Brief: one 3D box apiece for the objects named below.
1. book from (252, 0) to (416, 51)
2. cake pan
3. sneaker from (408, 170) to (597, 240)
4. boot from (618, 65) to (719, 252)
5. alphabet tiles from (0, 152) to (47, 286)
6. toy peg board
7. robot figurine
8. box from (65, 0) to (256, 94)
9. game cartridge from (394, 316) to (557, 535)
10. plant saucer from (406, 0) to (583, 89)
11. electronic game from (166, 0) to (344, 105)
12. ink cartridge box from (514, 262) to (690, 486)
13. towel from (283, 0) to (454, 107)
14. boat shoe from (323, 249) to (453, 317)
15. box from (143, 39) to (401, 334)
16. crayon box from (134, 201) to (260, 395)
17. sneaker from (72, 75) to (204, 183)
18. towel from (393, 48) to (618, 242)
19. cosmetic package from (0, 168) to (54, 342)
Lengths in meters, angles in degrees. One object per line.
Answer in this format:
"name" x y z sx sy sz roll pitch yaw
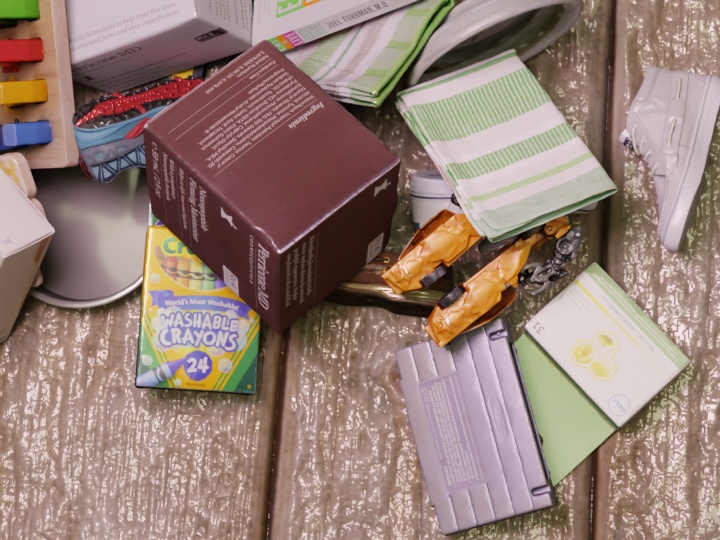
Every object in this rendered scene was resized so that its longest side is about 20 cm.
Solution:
"book" -0.019 -0.308 1.647 0.200 0.048 0.134 -17 51 29
"cake pan" -0.299 -0.055 1.707 0.200 0.037 0.201 -1 79 5
"sneaker" 0.151 -0.066 1.664 0.199 0.073 0.071 3 107 3
"boot" 0.318 -0.120 1.658 0.095 0.074 0.200 14 72 13
"alphabet tiles" -0.405 -0.072 1.655 0.200 0.015 0.196 1 113 42
"toy peg board" -0.402 -0.203 1.640 0.200 0.098 0.200 2 98 43
"robot figurine" 0.126 -0.022 1.594 0.200 0.058 0.145 -39 91 -2
"box" -0.234 -0.317 1.675 0.199 0.131 0.200 -14 77 25
"game cartridge" 0.116 0.161 1.615 0.129 0.038 0.200 -19 77 23
"plant saucer" 0.132 -0.248 1.624 0.200 0.200 0.050 -24 81 0
"electronic game" -0.114 -0.204 1.719 0.199 0.042 0.201 -1 78 5
"ink cartridge box" 0.219 0.112 1.626 0.200 0.048 0.146 -41 79 -6
"towel" -0.011 -0.243 1.631 0.200 0.031 0.149 16 67 48
"boat shoe" 0.000 0.000 1.658 0.200 0.072 0.068 10 75 0
"box" -0.089 -0.084 1.564 0.164 0.166 0.200 -38 68 -23
"crayon box" -0.168 0.027 1.651 0.125 0.052 0.201 4 83 -9
"sneaker" -0.210 -0.145 1.654 0.200 0.096 0.079 -15 35 -27
"towel" 0.142 -0.128 1.574 0.152 0.023 0.200 -22 60 -16
"cosmetic package" -0.398 -0.005 1.625 0.105 0.200 0.071 48 46 11
